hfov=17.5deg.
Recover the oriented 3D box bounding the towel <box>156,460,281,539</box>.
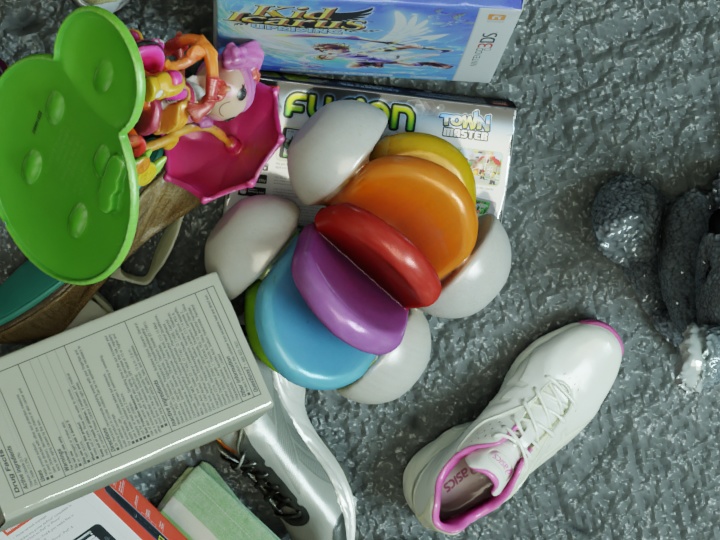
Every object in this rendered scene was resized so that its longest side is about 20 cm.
[{"bbox_3d":[-0.129,0.260,1.696,0.152,0.023,0.201,42,100,27],"label":"towel"}]

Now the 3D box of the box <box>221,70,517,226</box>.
[{"bbox_3d":[0.006,-0.076,1.654,0.198,0.035,0.111,7,103,-4],"label":"box"}]

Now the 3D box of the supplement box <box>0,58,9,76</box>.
[{"bbox_3d":[-0.323,-0.120,1.554,0.131,0.103,0.200,-38,133,7],"label":"supplement box"}]

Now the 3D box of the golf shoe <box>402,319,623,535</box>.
[{"bbox_3d":[0.116,0.119,1.678,0.075,0.092,0.200,43,97,-10],"label":"golf shoe"}]

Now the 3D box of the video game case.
[{"bbox_3d":[0.001,-0.172,1.555,0.198,0.181,0.046,2,79,-3],"label":"video game case"}]

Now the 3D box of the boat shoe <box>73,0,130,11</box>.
[{"bbox_3d":[-0.139,-0.263,1.585,0.072,0.069,0.200,37,99,-10],"label":"boat shoe"}]

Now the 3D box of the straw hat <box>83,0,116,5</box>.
[{"bbox_3d":[-0.157,-0.214,1.450,0.201,0.201,0.085,-40,119,7],"label":"straw hat"}]

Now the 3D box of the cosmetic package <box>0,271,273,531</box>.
[{"bbox_3d":[-0.170,0.088,1.558,0.199,0.073,0.104,-21,82,-20],"label":"cosmetic package"}]

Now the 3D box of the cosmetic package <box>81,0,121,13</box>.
[{"bbox_3d":[-0.187,-0.294,1.542,0.200,0.052,0.151,46,102,17],"label":"cosmetic package"}]

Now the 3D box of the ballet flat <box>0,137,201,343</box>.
[{"bbox_3d":[-0.184,-0.005,1.656,0.200,0.068,0.072,-46,120,4],"label":"ballet flat"}]

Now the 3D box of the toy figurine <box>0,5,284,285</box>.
[{"bbox_3d":[-0.126,-0.104,1.539,0.150,0.183,0.201,46,132,23],"label":"toy figurine"}]

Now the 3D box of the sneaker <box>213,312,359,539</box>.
[{"bbox_3d":[-0.065,0.132,1.669,0.079,0.074,0.202,-28,100,-34],"label":"sneaker"}]

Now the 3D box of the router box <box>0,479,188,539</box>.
[{"bbox_3d":[-0.250,0.203,1.662,0.199,0.049,0.180,-34,115,19],"label":"router box"}]

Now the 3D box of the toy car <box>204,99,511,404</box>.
[{"bbox_3d":[0.000,0.000,1.577,0.175,0.150,0.200,40,102,-13],"label":"toy car"}]

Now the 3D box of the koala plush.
[{"bbox_3d":[0.273,0.013,1.602,0.176,0.200,0.185,-24,104,3],"label":"koala plush"}]
